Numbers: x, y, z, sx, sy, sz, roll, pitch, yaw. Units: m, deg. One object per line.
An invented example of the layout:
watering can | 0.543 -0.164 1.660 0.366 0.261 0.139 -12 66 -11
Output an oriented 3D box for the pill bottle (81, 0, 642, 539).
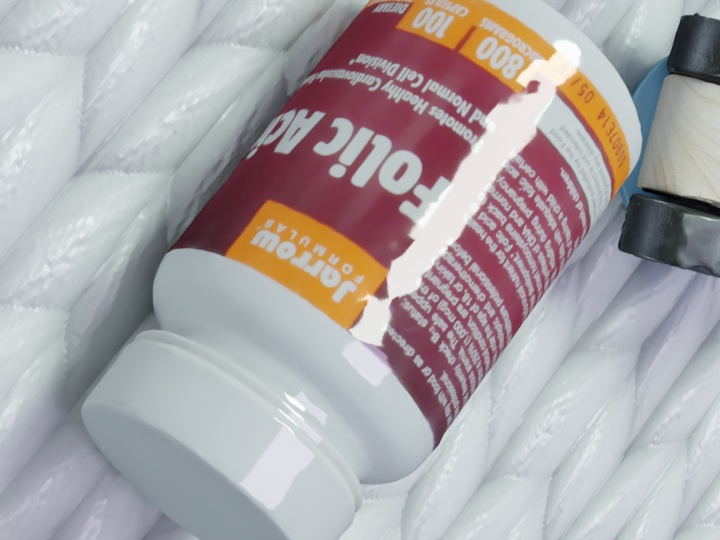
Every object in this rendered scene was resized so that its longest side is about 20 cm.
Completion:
pill bottle | 0.000 0.000 0.865 0.200 0.114 0.114 -53 132 -20

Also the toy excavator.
toy excavator | 0.200 -0.038 1.066 0.194 0.200 0.100 14 93 -1
